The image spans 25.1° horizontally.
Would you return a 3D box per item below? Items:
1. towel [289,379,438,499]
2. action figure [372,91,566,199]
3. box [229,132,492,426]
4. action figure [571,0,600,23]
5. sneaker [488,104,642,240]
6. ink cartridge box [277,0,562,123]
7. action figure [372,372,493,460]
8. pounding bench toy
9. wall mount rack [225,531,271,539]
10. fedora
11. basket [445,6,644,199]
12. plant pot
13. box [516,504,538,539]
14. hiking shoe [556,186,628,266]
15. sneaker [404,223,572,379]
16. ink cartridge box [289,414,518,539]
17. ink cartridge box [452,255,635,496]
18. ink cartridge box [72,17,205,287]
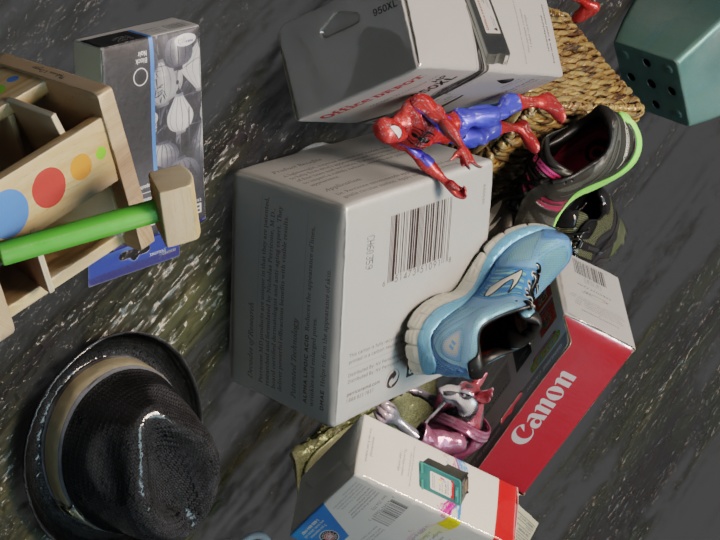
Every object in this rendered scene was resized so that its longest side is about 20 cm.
[{"bbox_3d":[0.011,0.186,1.575,0.200,0.036,0.149,-35,130,-36],"label":"towel"},{"bbox_3d":[0.098,-0.101,1.345,0.199,0.099,0.065,-4,144,-39],"label":"action figure"},{"bbox_3d":[0.000,0.000,1.407,0.199,0.130,0.201,-20,121,-45],"label":"box"},{"bbox_3d":[0.142,-0.287,1.508,0.200,0.052,0.066,19,64,-41],"label":"action figure"},{"bbox_3d":[0.166,-0.081,1.485,0.200,0.077,0.084,-44,146,3],"label":"sneaker"},{"bbox_3d":[0.051,-0.182,1.366,0.200,0.144,0.085,-4,79,-48],"label":"ink cartridge box"},{"bbox_3d":[0.062,0.174,1.465,0.200,0.149,0.134,-46,176,28],"label":"action figure"},{"bbox_3d":[-0.223,-0.038,1.074,0.156,0.199,0.125,-37,131,-35],"label":"pounding bench toy"},{"bbox_3d":[-0.115,0.343,1.462,0.200,0.074,0.174,-47,136,-25],"label":"wall mount rack"},{"bbox_3d":[-0.173,0.151,1.297,0.200,0.091,0.202,-23,122,-43],"label":"fedora"},{"bbox_3d":[0.146,-0.161,1.566,0.200,0.149,0.143,-6,144,-48],"label":"basket"},{"bbox_3d":[0.375,-0.256,1.741,0.200,0.141,0.142,-41,133,-21],"label":"plant pot"},{"bbox_3d":[0.096,0.323,1.699,0.200,0.078,0.095,-59,140,-14],"label":"box"},{"bbox_3d":[0.208,-0.016,1.700,0.200,0.075,0.101,-54,135,-33],"label":"hiking shoe"},{"bbox_3d":[0.128,0.035,1.399,0.200,0.090,0.079,-43,135,-32],"label":"sneaker"},{"bbox_3d":[0.055,0.217,1.401,0.199,0.116,0.067,27,43,-17],"label":"ink cartridge box"},{"bbox_3d":[0.172,0.109,1.564,0.084,0.176,0.200,26,118,-14],"label":"ink cartridge box"},{"bbox_3d":[-0.167,-0.087,1.248,0.099,0.039,0.201,-24,123,-43],"label":"ink cartridge box"}]
